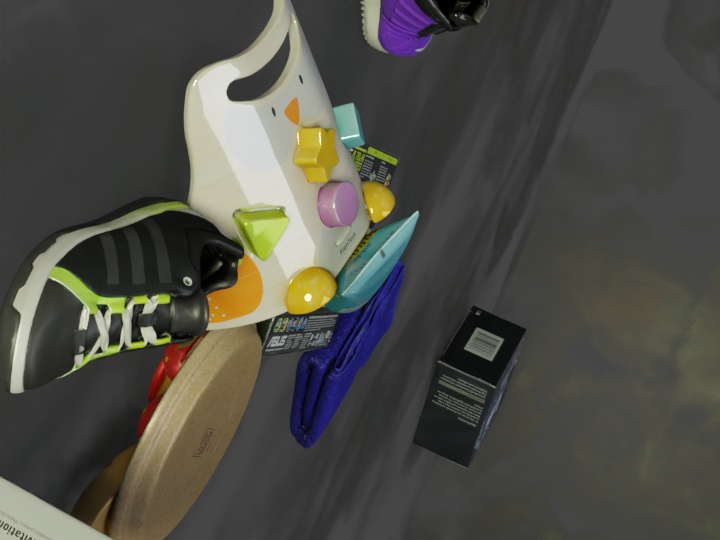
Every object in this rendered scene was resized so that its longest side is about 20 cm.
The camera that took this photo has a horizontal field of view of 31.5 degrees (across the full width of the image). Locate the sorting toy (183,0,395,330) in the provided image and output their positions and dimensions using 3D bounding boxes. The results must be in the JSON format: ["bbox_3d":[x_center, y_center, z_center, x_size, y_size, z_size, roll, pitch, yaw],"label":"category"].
[{"bbox_3d":[-0.059,-0.084,0.852,0.201,0.106,0.181,-57,146,-40],"label":"sorting toy"}]

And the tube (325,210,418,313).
[{"bbox_3d":[0.000,0.000,0.954,0.078,0.050,0.200,-52,-177,-10],"label":"tube"}]

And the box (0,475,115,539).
[{"bbox_3d":[-0.135,0.159,0.657,0.041,0.198,0.156,-59,165,-18],"label":"box"}]

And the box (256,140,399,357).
[{"bbox_3d":[-0.038,-0.025,1.099,0.200,0.047,0.195,0,109,-75],"label":"box"}]

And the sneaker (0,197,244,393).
[{"bbox_3d":[-0.125,0.011,0.716,0.200,0.082,0.072,-48,157,-56],"label":"sneaker"}]

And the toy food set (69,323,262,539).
[{"bbox_3d":[-0.133,0.115,0.923,0.202,0.048,0.198,-66,170,11],"label":"toy food set"}]

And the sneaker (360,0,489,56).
[{"bbox_3d":[0.056,-0.217,1.033,0.070,0.099,0.200,-63,166,-10],"label":"sneaker"}]

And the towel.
[{"bbox_3d":[-0.010,0.082,1.380,0.149,0.049,0.201,98,19,-45],"label":"towel"}]

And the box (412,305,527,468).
[{"bbox_3d":[0.198,0.208,2.297,0.197,0.116,0.202,-51,160,-52],"label":"box"}]
